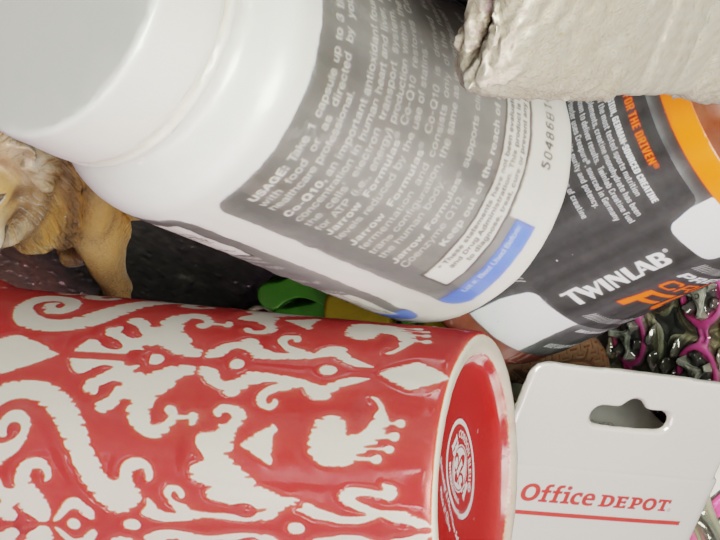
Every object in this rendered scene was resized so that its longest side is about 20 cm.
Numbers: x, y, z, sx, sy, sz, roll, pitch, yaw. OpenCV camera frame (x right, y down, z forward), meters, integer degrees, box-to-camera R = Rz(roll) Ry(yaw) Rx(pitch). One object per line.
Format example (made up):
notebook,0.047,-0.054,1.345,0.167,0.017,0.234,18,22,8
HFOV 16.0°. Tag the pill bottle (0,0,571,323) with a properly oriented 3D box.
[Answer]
pill bottle,-0.029,-0.060,0.859,0.114,0.114,0.200,-24,149,34

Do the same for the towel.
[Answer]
towel,0.107,-0.140,0.769,0.132,0.034,0.201,-1,123,-35

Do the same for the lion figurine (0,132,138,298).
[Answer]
lion figurine,-0.070,-0.041,0.994,0.199,0.073,0.123,-17,141,-8

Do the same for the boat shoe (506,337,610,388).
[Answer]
boat shoe,0.007,0.072,1.069,0.202,0.075,0.075,-30,131,-13

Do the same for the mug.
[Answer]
mug,-0.045,0.078,0.946,0.199,0.134,0.178,1,161,20

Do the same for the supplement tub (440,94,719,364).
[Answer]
supplement tub,0.113,-0.045,0.936,0.200,0.107,0.107,-27,135,37

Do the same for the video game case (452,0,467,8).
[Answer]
video game case,0.032,-0.134,0.893,0.143,0.018,0.200,30,138,-32

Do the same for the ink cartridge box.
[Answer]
ink cartridge box,0.063,0.112,1.032,0.115,0.067,0.201,8,114,-33

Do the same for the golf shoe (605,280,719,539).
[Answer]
golf shoe,0.155,0.069,1.092,0.092,0.073,0.201,-13,115,-31

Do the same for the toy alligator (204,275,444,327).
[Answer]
toy alligator,0.000,0.000,1.067,0.199,0.059,0.055,-2,101,20
